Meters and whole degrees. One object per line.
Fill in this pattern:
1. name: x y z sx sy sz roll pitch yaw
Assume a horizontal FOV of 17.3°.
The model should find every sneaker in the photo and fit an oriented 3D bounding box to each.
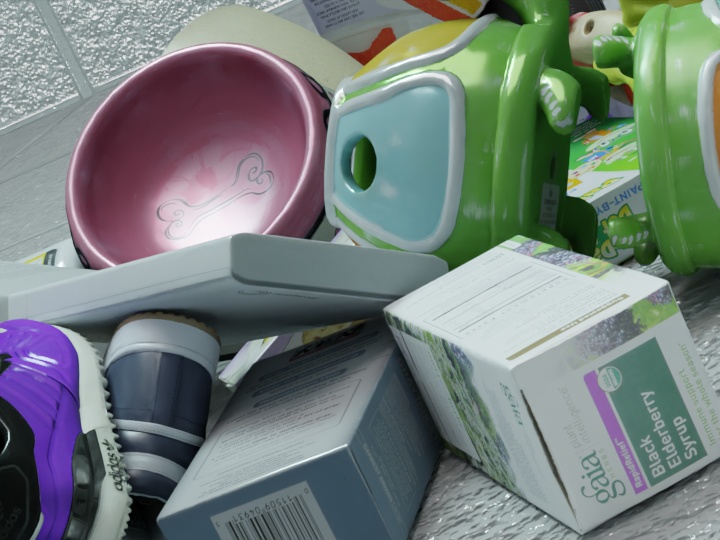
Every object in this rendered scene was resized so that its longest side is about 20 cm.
1. sneaker: -0.173 0.068 1.111 0.070 0.099 0.200 -59 28 14
2. sneaker: -0.116 0.108 1.202 0.070 0.109 0.200 10 -27 -8

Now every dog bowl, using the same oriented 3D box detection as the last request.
1. dog bowl: -0.089 -0.050 1.429 0.199 0.074 0.201 -9 61 17

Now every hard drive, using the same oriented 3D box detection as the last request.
1. hard drive: -0.070 0.014 1.190 0.132 0.027 0.200 6 -12 -38

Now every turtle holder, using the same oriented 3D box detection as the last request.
1. turtle holder: 0.197 -0.063 1.199 0.131 0.141 0.186 -6 -22 15
2. turtle holder: 0.052 -0.073 1.216 0.131 0.186 0.141 6 32 14

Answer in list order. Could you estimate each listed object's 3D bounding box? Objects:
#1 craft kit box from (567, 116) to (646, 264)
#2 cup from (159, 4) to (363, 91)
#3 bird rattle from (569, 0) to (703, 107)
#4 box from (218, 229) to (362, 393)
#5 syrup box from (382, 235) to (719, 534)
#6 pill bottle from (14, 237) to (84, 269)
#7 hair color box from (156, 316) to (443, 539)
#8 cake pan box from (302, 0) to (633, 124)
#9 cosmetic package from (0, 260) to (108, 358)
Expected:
1. craft kit box: 0.106 -0.029 1.398 0.200 0.049 0.197 -30 15 -16
2. cup: -0.039 -0.068 1.571 0.143 0.201 0.200 13 33 33
3. bird rattle: 0.169 -0.124 1.453 0.200 0.163 0.113 -11 56 55
4. box: 0.000 0.000 1.338 0.200 0.041 0.039 -49 17 -9
5. syrup box: 0.083 0.045 1.048 0.081 0.079 0.200 -28 12 -11
6. pill bottle: -0.246 0.062 1.567 0.199 0.112 0.112 -22 13 16
7. hair color box: -0.019 0.086 1.128 0.099 0.061 0.200 -22 13 17
8. cake pan box: 0.082 -0.148 1.611 0.200 0.185 0.052 -16 20 33
9. cosmetic package: -0.194 0.057 1.399 0.081 0.113 0.200 -13 12 -37
